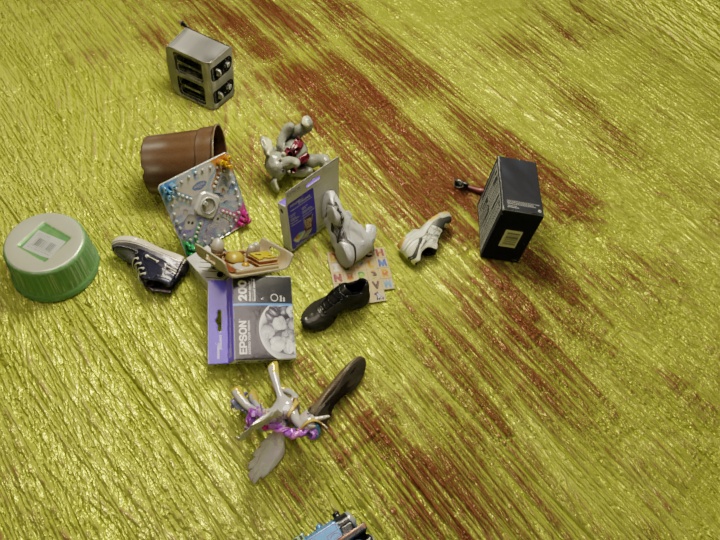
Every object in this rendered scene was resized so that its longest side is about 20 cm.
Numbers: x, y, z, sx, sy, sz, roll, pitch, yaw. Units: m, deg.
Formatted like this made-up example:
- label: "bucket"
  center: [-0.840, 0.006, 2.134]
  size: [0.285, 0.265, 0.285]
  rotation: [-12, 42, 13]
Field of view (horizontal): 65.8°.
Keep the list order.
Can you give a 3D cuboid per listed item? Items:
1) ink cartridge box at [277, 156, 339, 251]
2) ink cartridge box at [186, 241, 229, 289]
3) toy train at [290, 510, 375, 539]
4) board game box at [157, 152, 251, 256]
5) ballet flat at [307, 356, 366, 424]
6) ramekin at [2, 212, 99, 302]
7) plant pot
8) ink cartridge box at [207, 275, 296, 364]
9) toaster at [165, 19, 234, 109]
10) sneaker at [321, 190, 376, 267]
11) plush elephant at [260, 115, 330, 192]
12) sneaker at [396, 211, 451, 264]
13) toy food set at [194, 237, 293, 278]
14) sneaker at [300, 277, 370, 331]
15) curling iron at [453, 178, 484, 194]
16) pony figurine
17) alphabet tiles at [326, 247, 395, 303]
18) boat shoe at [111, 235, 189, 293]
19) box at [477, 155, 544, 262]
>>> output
- label: "ink cartridge box"
  center: [-0.131, -0.180, 1.454]
  size: [0.043, 0.203, 0.197]
  rotation: [33, 55, 25]
- label: "ink cartridge box"
  center: [-0.333, 0.023, 1.371]
  size: [0.093, 0.045, 0.200]
  rotation: [-36, 69, -28]
- label: "toy train"
  center: [-0.067, 0.536, 1.041]
  size: [0.196, 0.088, 0.115]
  rotation: [-24, 56, -24]
- label: "board game box"
  center: [-0.382, -0.162, 1.399]
  size: [0.198, 0.204, 0.026]
  rotation: [-35, 40, -28]
- label: "ballet flat"
  center: [-0.056, 0.267, 1.250]
  size: [0.046, 0.068, 0.201]
  rotation: [12, 49, 40]
- label: "ramekin"
  center: [-0.727, -0.038, 1.307]
  size: [0.194, 0.099, 0.204]
  rotation: [5, 54, -7]
- label: "plant pot"
  center: [-0.465, -0.285, 1.480]
  size: [0.192, 0.202, 0.205]
  rotation: [-1, 55, -2]
- label: "ink cartridge box"
  center: [-0.251, 0.111, 1.279]
  size: [0.194, 0.043, 0.204]
  rotation: [0, 68, -19]
- label: "toaster"
  center: [-0.493, -0.623, 1.708]
  size: [0.196, 0.183, 0.120]
  rotation: [26, 55, 8]
- label: "sneaker"
  center: [-0.028, -0.120, 1.469]
  size: [0.113, 0.074, 0.205]
  rotation: [-21, 95, -32]
- label: "plush elephant"
  center: [-0.206, -0.317, 1.566]
  size: [0.195, 0.168, 0.156]
  rotation: [-6, 36, 21]
- label: "sneaker"
  center: [0.190, -0.086, 1.539]
  size: [0.198, 0.076, 0.088]
  rotation: [-35, 83, -26]
- label: "toy food set"
  center: [-0.276, -0.043, 1.329]
  size: [0.197, 0.062, 0.142]
  rotation: [-10, 26, -44]
- label: "sneaker"
  center: [-0.061, 0.073, 1.355]
  size: [0.197, 0.091, 0.076]
  rotation: [-31, 68, -21]
- label: "curling iron"
  center: [0.372, -0.238, 1.691]
  size: [0.195, 0.026, 0.050]
  rotation: [19, 17, -1]
- label: "pony figurine"
  center: [-0.184, 0.306, 1.151]
  size: [0.191, 0.170, 0.199]
  rotation: [-29, 47, -29]
- label: "alphabet tiles"
  center: [0.000, 0.000, 1.472]
  size: [0.162, 0.006, 0.204]
  rotation: [-5, 56, -13]
- label: "boat shoe"
  center: [-0.522, -0.013, 1.341]
  size: [0.195, 0.076, 0.094]
  rotation: [16, 46, 0]
- label: "box"
  center: [0.411, -0.169, 1.545]
  size: [0.120, 0.202, 0.203]
  rotation: [7, 54, -4]
